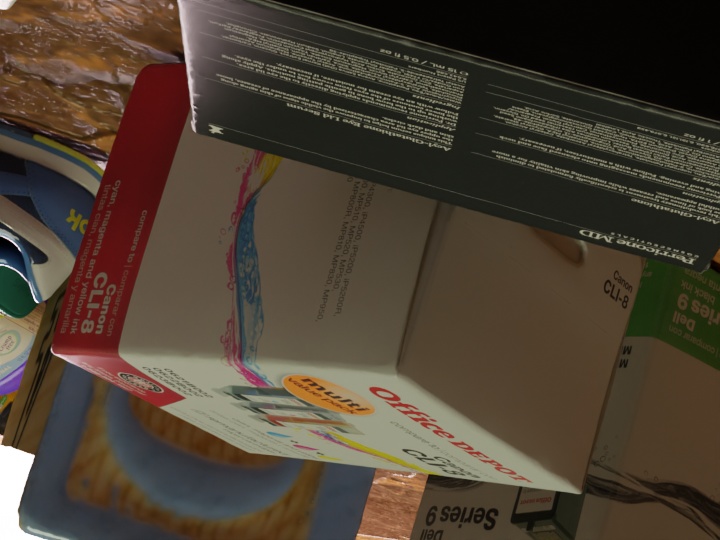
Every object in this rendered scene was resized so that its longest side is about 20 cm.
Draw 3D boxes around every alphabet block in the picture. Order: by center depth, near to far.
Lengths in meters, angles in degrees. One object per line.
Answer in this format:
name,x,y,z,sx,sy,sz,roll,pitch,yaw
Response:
alphabet block,-0.105,0.097,1.230,0.195,0.197,0.200,22,164,-12

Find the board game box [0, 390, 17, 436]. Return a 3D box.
board game box,-0.285,0.090,1.574,0.200,0.057,0.165,21,171,38

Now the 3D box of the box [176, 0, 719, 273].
box,0.044,-0.077,0.704,0.200,0.079,0.141,16,161,2

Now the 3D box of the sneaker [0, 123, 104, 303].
sneaker,-0.233,-0.045,1.086,0.200,0.082,0.074,18,165,2

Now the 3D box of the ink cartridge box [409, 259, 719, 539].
ink cartridge box,0.109,0.099,1.006,0.084,0.200,0.146,28,160,-31

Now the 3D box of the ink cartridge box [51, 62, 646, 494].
ink cartridge box,0.000,0.000,0.887,0.200,0.145,0.145,1,158,41

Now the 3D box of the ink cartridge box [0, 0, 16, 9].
ink cartridge box,-0.130,-0.162,0.582,0.145,0.084,0.200,22,163,-19

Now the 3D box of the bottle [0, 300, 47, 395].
bottle,-0.288,0.017,1.354,0.083,0.065,0.200,-34,140,18

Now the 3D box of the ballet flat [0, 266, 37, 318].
ballet flat,-0.241,-0.021,1.224,0.067,0.067,0.200,35,170,14
